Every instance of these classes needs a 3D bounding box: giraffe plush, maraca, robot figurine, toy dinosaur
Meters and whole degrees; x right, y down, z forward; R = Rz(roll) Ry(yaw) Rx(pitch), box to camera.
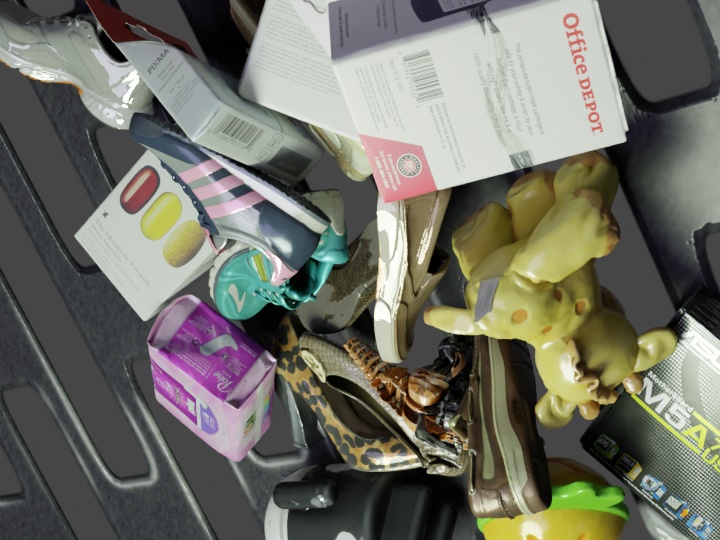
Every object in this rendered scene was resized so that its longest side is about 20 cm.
[{"bbox_3d":[0.167,0.030,1.441,0.172,0.201,0.162,-23,118,43],"label":"giraffe plush"},{"bbox_3d":[0.170,0.214,1.572,0.136,0.108,0.200,-5,159,2],"label":"maraca"},{"bbox_3d":[-0.002,0.249,1.755,0.199,0.125,0.151,-6,111,41],"label":"robot figurine"},{"bbox_3d":[0.077,0.105,1.584,0.200,0.136,0.102,42,136,9],"label":"toy dinosaur"}]

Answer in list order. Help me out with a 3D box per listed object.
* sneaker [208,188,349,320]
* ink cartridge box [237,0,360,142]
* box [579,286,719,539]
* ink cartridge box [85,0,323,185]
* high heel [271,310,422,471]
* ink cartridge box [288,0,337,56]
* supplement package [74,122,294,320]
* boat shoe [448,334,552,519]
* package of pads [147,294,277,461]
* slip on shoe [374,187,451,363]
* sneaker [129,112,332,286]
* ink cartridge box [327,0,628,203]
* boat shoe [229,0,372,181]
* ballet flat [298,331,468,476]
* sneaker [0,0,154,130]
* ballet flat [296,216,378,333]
[{"bbox_3d":[-0.075,0.001,1.629,0.200,0.077,0.080,-41,59,48],"label":"sneaker"},{"bbox_3d":[0.019,-0.193,1.467,0.198,0.045,0.178,21,105,6],"label":"ink cartridge box"},{"bbox_3d":[0.306,0.144,1.489,0.200,0.047,0.194,41,137,10],"label":"box"},{"bbox_3d":[-0.136,-0.171,1.553,0.047,0.160,0.200,-46,60,15],"label":"ink cartridge box"},{"bbox_3d":[-0.001,0.113,1.706,0.199,0.071,0.144,6,115,36],"label":"high heel"},{"bbox_3d":[0.027,-0.268,1.384,0.199,0.067,0.117,-35,93,24],"label":"ink cartridge box"},{"bbox_3d":[-0.162,-0.062,1.689,0.114,0.109,0.200,49,136,2],"label":"supplement package"},{"bbox_3d":[0.106,0.115,1.499,0.074,0.204,0.075,-20,138,18],"label":"boat shoe"},{"bbox_3d":[-0.146,0.108,1.765,0.120,0.076,0.200,35,161,10],"label":"package of pads"},{"bbox_3d":[0.045,-0.002,1.519,0.060,0.076,0.202,4,125,5],"label":"slip on shoe"},{"bbox_3d":[-0.127,-0.062,1.544,0.199,0.070,0.082,32,99,10],"label":"sneaker"},{"bbox_3d":[0.090,-0.151,1.359,0.198,0.085,0.145,-14,131,9],"label":"ink cartridge box"},{"bbox_3d":[-0.049,-0.166,1.559,0.201,0.073,0.063,45,132,-5],"label":"boat shoe"},{"bbox_3d":[0.018,0.126,1.653,0.199,0.046,0.067,36,169,10],"label":"ballet flat"},{"bbox_3d":[-0.271,-0.221,1.711,0.199,0.076,0.092,30,125,10],"label":"sneaker"},{"bbox_3d":[0.000,0.000,1.641,0.068,0.046,0.200,57,140,10],"label":"ballet flat"}]
